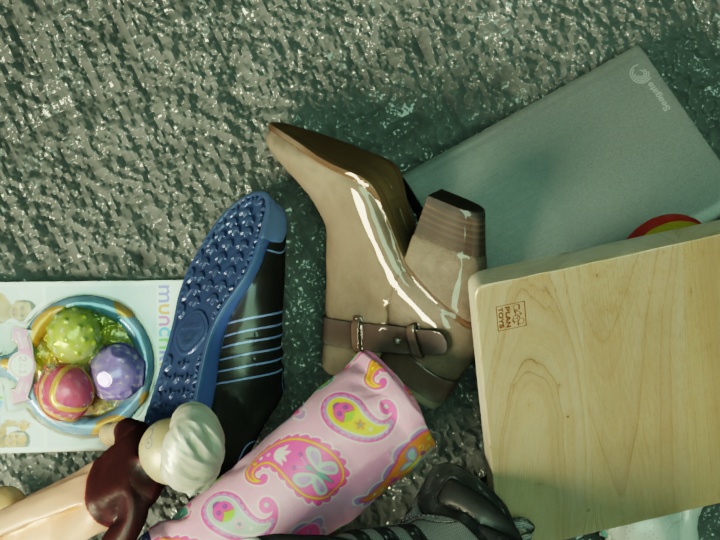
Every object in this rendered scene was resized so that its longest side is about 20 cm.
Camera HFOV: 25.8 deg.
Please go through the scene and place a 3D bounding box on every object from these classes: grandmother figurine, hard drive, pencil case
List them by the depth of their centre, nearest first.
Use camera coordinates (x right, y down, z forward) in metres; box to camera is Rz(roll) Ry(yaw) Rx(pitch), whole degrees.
[{"bbox_3d":[-0.161,0.141,0.992,0.060,0.199,0.123,28,42,-41],"label":"grandmother figurine"},{"bbox_3d":[-0.046,0.140,1.009,0.199,0.087,0.088,-39,93,-8],"label":"pencil case"},{"bbox_3d":[0.148,-0.053,1.098,0.198,0.033,0.140,-29,71,-8],"label":"hard drive"}]

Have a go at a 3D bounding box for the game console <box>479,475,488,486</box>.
[{"bbox_3d":[0.079,0.268,1.047,0.171,0.119,0.201,-31,92,3],"label":"game console"}]

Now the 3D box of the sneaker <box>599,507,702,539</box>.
[{"bbox_3d":[0.191,0.181,1.098,0.087,0.075,0.203,15,75,-1],"label":"sneaker"}]

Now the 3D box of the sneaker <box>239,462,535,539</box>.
[{"bbox_3d":[0.018,0.175,0.970,0.197,0.114,0.076,10,125,-3],"label":"sneaker"}]

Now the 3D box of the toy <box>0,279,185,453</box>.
[{"bbox_3d":[-0.202,0.065,1.059,0.197,0.047,0.117,-1,88,-7],"label":"toy"}]

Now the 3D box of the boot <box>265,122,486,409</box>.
[{"bbox_3d":[0.000,0.000,1.074,0.199,0.070,0.148,27,112,29],"label":"boot"}]

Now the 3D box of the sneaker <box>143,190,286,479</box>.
[{"bbox_3d":[-0.083,0.050,1.071,0.078,0.070,0.202,33,69,-40],"label":"sneaker"}]

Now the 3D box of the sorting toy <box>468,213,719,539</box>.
[{"bbox_3d":[0.168,0.062,1.019,0.196,0.070,0.202,-12,118,-6],"label":"sorting toy"}]
